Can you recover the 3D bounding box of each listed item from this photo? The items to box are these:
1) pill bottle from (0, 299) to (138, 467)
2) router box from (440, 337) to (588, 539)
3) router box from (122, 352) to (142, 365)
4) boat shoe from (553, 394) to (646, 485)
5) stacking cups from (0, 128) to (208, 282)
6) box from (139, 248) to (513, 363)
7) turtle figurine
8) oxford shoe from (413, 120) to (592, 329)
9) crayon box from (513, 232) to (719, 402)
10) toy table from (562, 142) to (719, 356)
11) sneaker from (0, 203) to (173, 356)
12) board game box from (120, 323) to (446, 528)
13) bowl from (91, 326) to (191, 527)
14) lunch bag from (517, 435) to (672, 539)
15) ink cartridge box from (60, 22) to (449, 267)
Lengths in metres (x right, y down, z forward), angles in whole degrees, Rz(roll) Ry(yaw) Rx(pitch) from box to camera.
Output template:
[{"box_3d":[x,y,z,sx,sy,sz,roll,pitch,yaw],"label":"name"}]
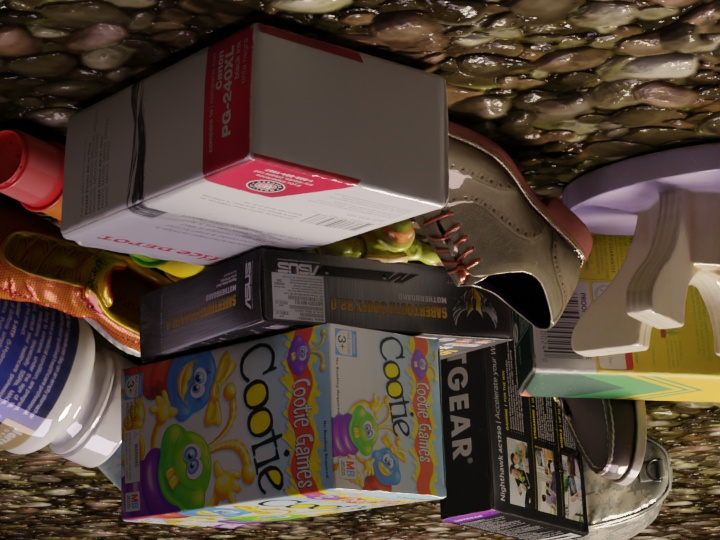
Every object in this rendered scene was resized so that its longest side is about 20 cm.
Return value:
[{"box_3d":[-0.271,0.070,1.510,0.199,0.120,0.119,29,151,-28],"label":"pill bottle"},{"box_3d":[0.114,0.101,1.540,0.051,0.201,0.149,-14,159,31],"label":"router box"},{"box_3d":[-0.094,0.113,1.548,0.149,0.051,0.200,26,168,-25],"label":"router box"},{"box_3d":[0.160,0.068,1.472,0.059,0.201,0.072,10,141,-26],"label":"boat shoe"},{"box_3d":[-0.172,-0.041,1.312,0.060,0.061,0.200,-11,161,33],"label":"stacking cups"},{"box_3d":[-0.024,0.032,1.317,0.199,0.049,0.158,6,164,-35],"label":"box"},{"box_3d":[0.000,0.000,1.445,0.199,0.065,0.162,-5,149,-23],"label":"turtle figurine"},{"box_3d":[0.069,-0.033,1.258,0.200,0.075,0.070,32,151,-27],"label":"oxford shoe"},{"box_3d":[0.210,0.028,1.433,0.199,0.128,0.051,3,154,-10],"label":"crayon box"},{"box_3d":[0.229,-0.009,1.333,0.183,0.118,0.199,14,160,-42],"label":"toy table"},{"box_3d":[-0.205,-0.004,1.387,0.199,0.073,0.077,21,156,-13],"label":"sneaker"},{"box_3d":[-0.053,0.104,1.280,0.199,0.106,0.103,-14,163,42],"label":"board game box"},{"box_3d":[-0.172,0.114,1.741,0.108,0.200,0.200,-41,-174,-29],"label":"bowl"},{"box_3d":[0.253,0.236,2.172,0.167,0.140,0.200,-1,165,3],"label":"lunch bag"},{"box_3d":[-0.066,-0.066,1.177,0.145,0.084,0.199,11,162,-38],"label":"ink cartridge box"}]
